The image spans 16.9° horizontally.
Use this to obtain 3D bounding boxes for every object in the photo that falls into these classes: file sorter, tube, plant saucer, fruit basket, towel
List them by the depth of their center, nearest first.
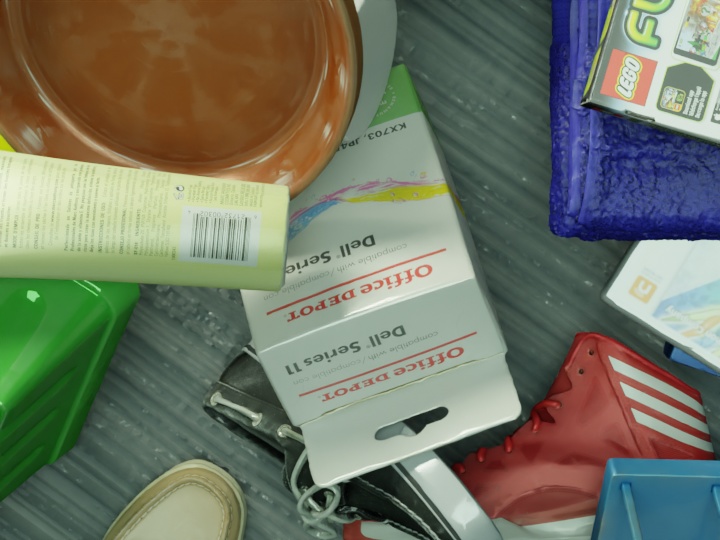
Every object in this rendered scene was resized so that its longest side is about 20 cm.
[{"bbox_3d":[-0.133,-0.024,1.136,0.200,0.058,0.052,5,114,-5],"label":"tube"},{"bbox_3d":[-0.095,-0.112,1.146,0.200,0.032,0.200,8,124,12],"label":"plant saucer"},{"bbox_3d":[0.219,0.187,1.203,0.200,0.123,0.139,2,128,-7],"label":"file sorter"},{"bbox_3d":[0.165,-0.113,1.205,0.148,0.050,0.200,0,92,7],"label":"towel"},{"bbox_3d":[-0.191,0.005,1.244,0.155,0.216,0.216,32,94,0],"label":"fruit basket"}]

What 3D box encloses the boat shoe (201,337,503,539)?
[{"bbox_3d":[-0.010,0.100,1.229,0.068,0.074,0.199,-44,53,-11],"label":"boat shoe"}]

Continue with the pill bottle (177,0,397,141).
[{"bbox_3d":[-0.088,-0.126,1.226,0.200,0.111,0.111,15,94,17],"label":"pill bottle"}]

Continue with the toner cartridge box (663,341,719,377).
[{"bbox_3d":[0.237,-0.033,1.270,0.095,0.043,0.200,18,94,1],"label":"toner cartridge box"}]

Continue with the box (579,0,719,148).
[{"bbox_3d":[0.187,-0.160,1.165,0.110,0.035,0.200,17,92,0],"label":"box"}]

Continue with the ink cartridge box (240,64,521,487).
[{"bbox_3d":[0.000,0.000,1.213,0.117,0.067,0.200,-20,48,4],"label":"ink cartridge box"}]

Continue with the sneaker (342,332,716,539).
[{"bbox_3d":[0.088,0.094,1.282,0.200,0.078,0.116,-3,79,-1],"label":"sneaker"}]

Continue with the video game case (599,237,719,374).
[{"bbox_3d":[0.254,-0.010,1.237,0.200,0.022,0.182,32,95,1],"label":"video game case"}]

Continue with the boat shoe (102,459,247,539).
[{"bbox_3d":[-0.130,0.192,1.289,0.074,0.069,0.200,34,95,1],"label":"boat shoe"}]
